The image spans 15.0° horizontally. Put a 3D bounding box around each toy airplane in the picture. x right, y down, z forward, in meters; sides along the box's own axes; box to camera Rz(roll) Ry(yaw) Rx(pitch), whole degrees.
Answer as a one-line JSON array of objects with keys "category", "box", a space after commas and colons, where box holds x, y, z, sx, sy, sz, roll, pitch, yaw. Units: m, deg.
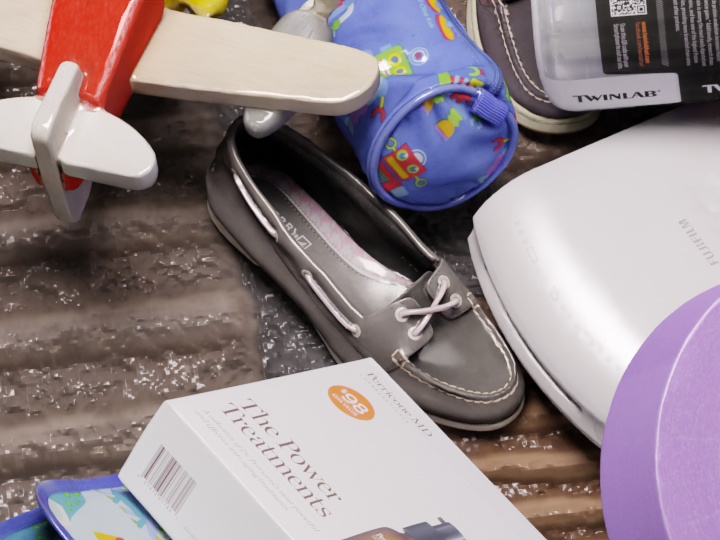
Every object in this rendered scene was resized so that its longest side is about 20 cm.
[{"category": "toy airplane", "box": [-0.114, -0.116, 1.311, 0.199, 0.141, 0.200, -32, 75, 2]}]

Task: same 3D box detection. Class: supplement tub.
[{"category": "supplement tub", "box": [0.184, -0.143, 1.312, 0.200, 0.123, 0.123, -4, 55, 9]}]

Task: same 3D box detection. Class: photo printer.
[{"category": "photo printer", "box": [0.163, 0.002, 1.313, 0.200, 0.069, 0.166, -23, 60, -21]}]

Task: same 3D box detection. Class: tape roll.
[{"category": "tape roll", "box": [0.210, 0.093, 1.212, 0.200, 0.066, 0.200, 4, 77, -18]}]

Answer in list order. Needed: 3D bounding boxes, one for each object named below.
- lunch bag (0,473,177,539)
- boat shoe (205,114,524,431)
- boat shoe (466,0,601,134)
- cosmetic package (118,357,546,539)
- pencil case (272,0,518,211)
[{"category": "lunch bag", "box": [-0.105, 0.184, 1.141, 0.200, 0.127, 0.170, -29, 63, -37]}, {"category": "boat shoe", "box": [0.000, 0.000, 1.309, 0.200, 0.057, 0.067, 41, 60, 21]}, {"category": "boat shoe", "box": [0.093, -0.164, 1.426, 0.072, 0.065, 0.200, 1, 56, -5]}, {"category": "cosmetic package", "box": [0.013, 0.129, 1.184, 0.200, 0.052, 0.151, 45, 27, 23]}, {"category": "pencil case", "box": [0.011, -0.122, 1.362, 0.078, 0.087, 0.200, 24, 30, -43]}]
